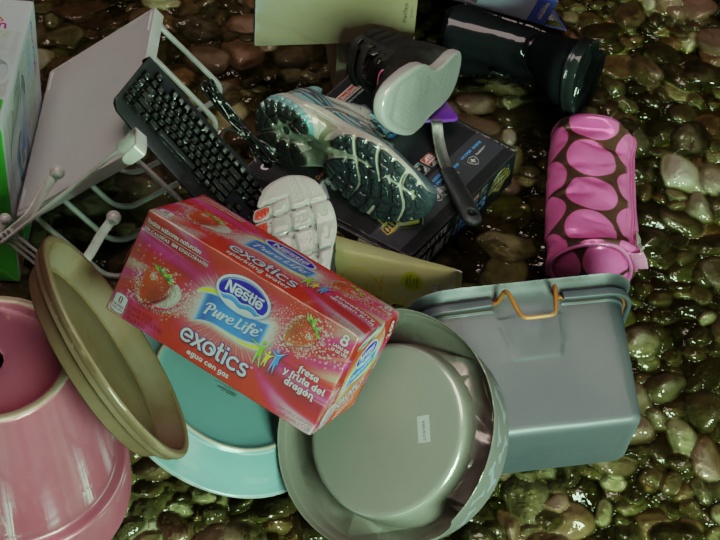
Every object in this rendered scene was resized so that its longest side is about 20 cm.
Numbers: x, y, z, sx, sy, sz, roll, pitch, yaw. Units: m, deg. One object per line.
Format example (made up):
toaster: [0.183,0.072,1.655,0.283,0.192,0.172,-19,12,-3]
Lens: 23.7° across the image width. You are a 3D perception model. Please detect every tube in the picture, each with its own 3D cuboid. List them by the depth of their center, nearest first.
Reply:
tube: [0.000,0.000,1.581,0.200,0.058,0.052,17,90,15]

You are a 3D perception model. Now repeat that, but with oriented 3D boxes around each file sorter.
file sorter: [-0.216,-0.115,1.607,0.139,0.125,0.200,-25,41,27]

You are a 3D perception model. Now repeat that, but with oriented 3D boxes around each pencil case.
pencil case: [0.226,-0.066,1.647,0.094,0.091,0.200,-17,43,23]

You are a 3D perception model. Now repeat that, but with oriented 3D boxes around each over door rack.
over door rack: [-0.202,-0.038,1.484,0.148,0.200,0.067,41,39,-28]

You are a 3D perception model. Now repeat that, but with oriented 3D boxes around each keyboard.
keyboard: [-0.131,-0.113,1.548,0.200,0.021,0.127,49,40,-20]

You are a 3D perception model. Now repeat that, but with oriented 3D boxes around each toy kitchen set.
toy kitchen set: [-0.037,-0.310,1.772,0.163,0.200,0.180,-3,48,-8]

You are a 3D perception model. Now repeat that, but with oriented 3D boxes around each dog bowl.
dog bowl: [0.031,0.133,1.399,0.200,0.059,0.200,-8,74,29]

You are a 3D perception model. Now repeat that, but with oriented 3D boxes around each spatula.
spatula: [0.082,-0.112,1.658,0.057,0.021,0.200,-3,48,-19]

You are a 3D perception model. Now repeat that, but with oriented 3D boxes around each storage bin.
storage bin: [0.147,0.092,1.469,0.200,0.146,0.134,-6,58,-10]

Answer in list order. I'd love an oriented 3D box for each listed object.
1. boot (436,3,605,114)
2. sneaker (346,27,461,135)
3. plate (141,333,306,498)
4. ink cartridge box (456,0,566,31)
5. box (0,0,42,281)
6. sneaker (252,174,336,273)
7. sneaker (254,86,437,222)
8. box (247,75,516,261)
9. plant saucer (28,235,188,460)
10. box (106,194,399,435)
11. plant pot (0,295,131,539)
boot: [0.157,-0.219,1.745,0.168,0.076,0.200,17,11,10]
sneaker: [0.022,-0.184,1.657,0.099,0.071,0.200,16,23,16]
plate: [-0.115,0.105,1.457,0.200,0.026,0.200,17,41,-16]
ink cartridge box: [0.132,-0.326,1.855,0.200,0.042,0.119,13,36,-31]
box: [-0.354,-0.121,1.577,0.097,0.200,0.177,4,46,-1]
sneaker: [-0.052,0.014,1.536,0.077,0.082,0.200,-9,69,-4]
sneaker: [0.000,-0.122,1.625,0.200,0.078,0.086,34,44,21]
box: [0.018,-0.094,1.683,0.198,0.050,0.200,31,52,21]
plant saucer: [-0.198,0.064,1.326,0.029,0.200,0.200,-31,52,4]
box: [-0.085,0.031,1.356,0.200,0.096,0.100,31,19,13]
plant pot: [-0.286,0.126,1.368,0.200,0.179,0.200,2,48,-3]
